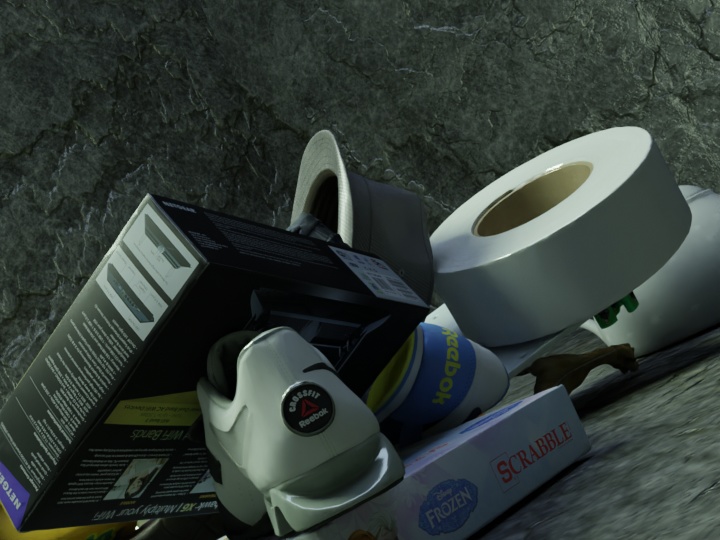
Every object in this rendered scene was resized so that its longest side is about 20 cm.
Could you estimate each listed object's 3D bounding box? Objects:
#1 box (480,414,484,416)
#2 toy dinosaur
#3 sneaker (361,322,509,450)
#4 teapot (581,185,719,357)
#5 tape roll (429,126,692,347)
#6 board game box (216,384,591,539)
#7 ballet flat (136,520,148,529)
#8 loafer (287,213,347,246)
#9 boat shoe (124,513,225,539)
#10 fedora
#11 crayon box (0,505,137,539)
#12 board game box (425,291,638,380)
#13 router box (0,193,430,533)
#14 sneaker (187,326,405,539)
[{"bbox_3d":[0.029,0.165,0.955,0.119,0.042,0.200,-28,-9,24],"label":"box"},{"bbox_3d":[0.143,0.083,0.795,0.101,0.058,0.200,-28,-6,34],"label":"toy dinosaur"},{"bbox_3d":[0.029,0.093,0.690,0.082,0.074,0.200,12,-24,-12],"label":"sneaker"},{"bbox_3d":[0.293,-0.013,1.012,0.199,0.147,0.197,-25,-6,-12],"label":"teapot"},{"bbox_3d":[0.148,-0.029,0.815,0.202,0.071,0.203,-31,15,9],"label":"tape roll"},{"bbox_3d":[-0.009,0.136,0.556,0.200,0.041,0.199,-20,-8,-46],"label":"board game box"},{"bbox_3d":[-0.139,0.188,0.755,0.199,0.068,0.062,-13,-43,23],"label":"ballet flat"},{"bbox_3d":[-0.087,0.043,0.662,0.200,0.070,0.068,-40,-10,-15],"label":"loafer"},{"bbox_3d":[-0.116,0.185,0.681,0.199,0.072,0.068,-25,-3,-28],"label":"boat shoe"},{"bbox_3d":[0.000,0.000,0.802,0.090,0.201,0.177,7,-7,-17],"label":"fedora"},{"bbox_3d":[-0.214,0.195,0.677,0.125,0.052,0.201,-21,-37,-39],"label":"crayon box"},{"bbox_3d":[0.096,0.059,0.834,0.200,0.026,0.200,-35,15,-10],"label":"board game box"},{"bbox_3d":[-0.071,0.054,0.542,0.157,0.052,0.200,-53,-29,14],"label":"router box"},{"bbox_3d":[-0.038,0.071,0.483,0.074,0.089,0.200,-26,-8,-22],"label":"sneaker"}]
